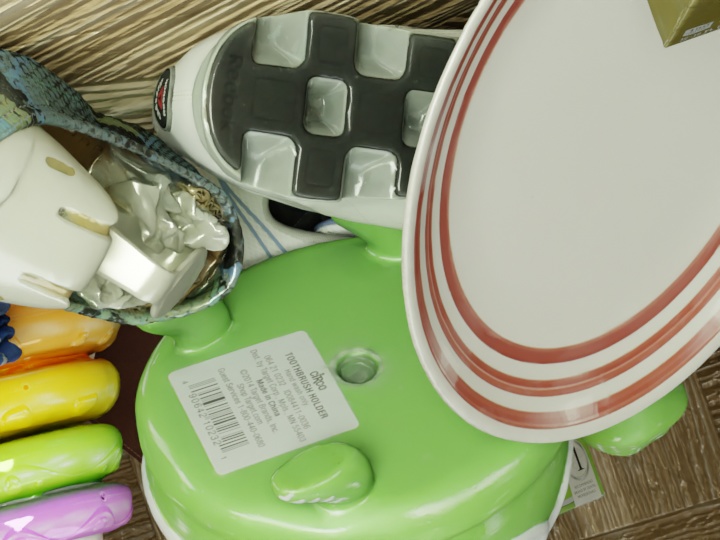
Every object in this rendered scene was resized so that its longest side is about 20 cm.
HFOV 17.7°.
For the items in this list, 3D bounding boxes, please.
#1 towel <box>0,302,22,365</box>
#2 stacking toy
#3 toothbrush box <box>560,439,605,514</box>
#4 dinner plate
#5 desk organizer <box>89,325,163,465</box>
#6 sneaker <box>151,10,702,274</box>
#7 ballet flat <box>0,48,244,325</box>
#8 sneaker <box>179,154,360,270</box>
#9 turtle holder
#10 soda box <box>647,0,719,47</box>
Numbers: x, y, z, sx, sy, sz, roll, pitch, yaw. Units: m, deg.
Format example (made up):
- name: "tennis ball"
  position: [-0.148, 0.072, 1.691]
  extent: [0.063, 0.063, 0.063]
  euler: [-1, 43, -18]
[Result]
- name: "towel"
  position: [-0.183, 0.005, 0.624]
  extent: [0.145, 0.024, 0.200]
  euler: [9, 178, 7]
- name: "stacking toy"
  position: [-0.118, 0.065, 0.772]
  extent: [0.116, 0.200, 0.110]
  euler: [-12, 173, -29]
- name: "toothbrush box"
  position: [0.026, 0.053, 1.225]
  extent: [0.146, 0.200, 0.086]
  euler: [-14, 172, -45]
- name: "dinner plate"
  position: [0.081, -0.041, 0.697]
  extent: [0.200, 0.200, 0.024]
  euler: [-15, -147, -41]
- name: "desk organizer"
  position: [-0.011, 0.038, 0.972]
  extent: [0.200, 0.077, 0.072]
  euler: [3, -163, -37]
- name: "sneaker"
  position: [0.026, -0.045, 0.756]
  extent: [0.200, 0.074, 0.088]
  euler: [13, 176, -25]
- name: "ballet flat"
  position: [-0.086, -0.017, 0.651]
  extent: [0.074, 0.074, 0.200]
  euler: [-21, 171, 20]
- name: "sneaker"
  position: [0.000, 0.000, 0.868]
  extent: [0.200, 0.075, 0.087]
  euler: [23, 147, -37]
- name: "turtle holder"
  position: [0.012, 0.055, 0.804]
  extent: [0.186, 0.141, 0.132]
  euler: [-43, 146, -34]
- name: "soda box"
  position: [0.163, -0.122, 0.583]
  extent: [0.200, 0.064, 0.068]
  euler: [-19, 175, 0]
